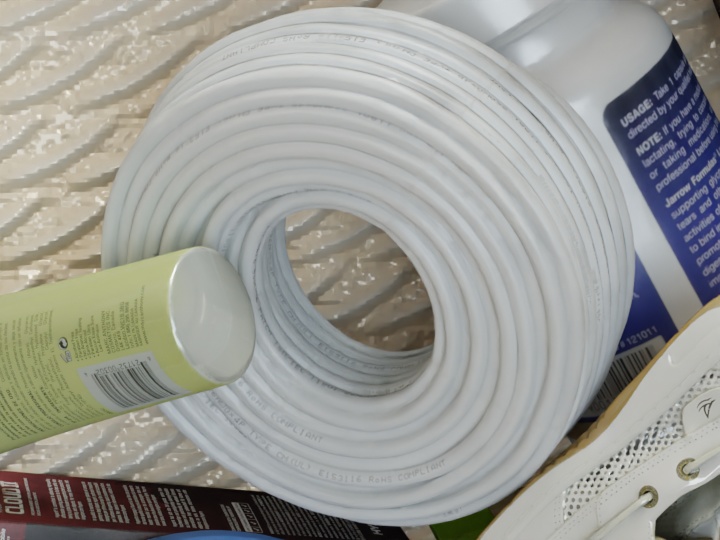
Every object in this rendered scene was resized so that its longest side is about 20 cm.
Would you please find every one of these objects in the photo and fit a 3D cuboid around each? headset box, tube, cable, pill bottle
[{"bbox_3d":[-0.088,0.165,0.948,0.198,0.077,0.150,6,99,-14],"label":"headset box"},{"bbox_3d":[-0.131,0.036,0.888,0.052,0.199,0.058,26,56,-49],"label":"tube"},{"bbox_3d":[0.000,0.000,0.875,0.200,0.069,0.200,39,127,1],"label":"cable"},{"bbox_3d":[0.090,-0.036,0.928,0.115,0.116,0.201,-31,105,-5],"label":"pill bottle"}]

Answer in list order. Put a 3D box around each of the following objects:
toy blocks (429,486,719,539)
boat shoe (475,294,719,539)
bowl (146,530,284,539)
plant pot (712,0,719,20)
[{"bbox_3d":[0.140,0.145,0.991,0.199,0.100,0.138,-15,113,-8],"label":"toy blocks"},{"bbox_3d":[0.103,0.096,0.866,0.069,0.071,0.200,50,117,24],"label":"boat shoe"},{"bbox_3d":[-0.056,0.202,0.901,0.199,0.039,0.202,-2,101,-12],"label":"bowl"},{"bbox_3d":[0.199,-0.152,0.912,0.186,0.187,0.201,-34,90,-4],"label":"plant pot"}]
